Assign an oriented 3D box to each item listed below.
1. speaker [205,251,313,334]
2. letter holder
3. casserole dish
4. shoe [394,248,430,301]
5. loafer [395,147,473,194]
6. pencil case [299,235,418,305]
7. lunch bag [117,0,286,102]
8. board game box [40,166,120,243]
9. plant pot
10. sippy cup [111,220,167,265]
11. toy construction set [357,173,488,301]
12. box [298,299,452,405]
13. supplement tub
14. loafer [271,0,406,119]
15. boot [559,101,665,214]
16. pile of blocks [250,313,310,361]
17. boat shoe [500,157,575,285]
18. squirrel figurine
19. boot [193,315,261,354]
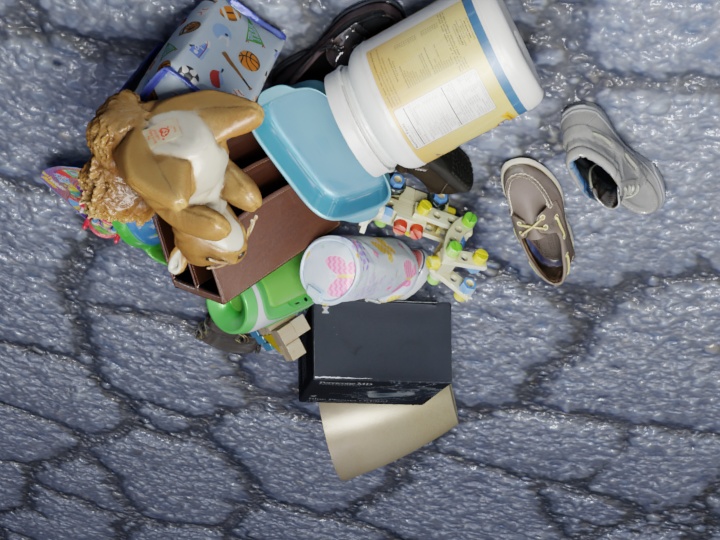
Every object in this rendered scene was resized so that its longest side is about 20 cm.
[{"bbox_3d":[-0.102,0.016,1.384,0.088,0.199,0.089,15,115,35],"label":"speaker"},{"bbox_3d":[-0.138,-0.078,1.289,0.100,0.199,0.143,16,130,42],"label":"letter holder"},{"bbox_3d":[-0.041,-0.140,1.236,0.120,0.039,0.200,-16,126,34],"label":"casserole dish"},{"bbox_3d":[0.001,0.004,1.506,0.199,0.072,0.091,-21,139,40],"label":"shoe"},{"bbox_3d":[0.057,-0.148,1.296,0.071,0.074,0.200,-21,133,33],"label":"loafer"},{"bbox_3d":[0.000,0.000,1.373,0.091,0.083,0.200,-46,162,17],"label":"pencil case"},{"bbox_3d":[-0.198,-0.192,1.213,0.123,0.171,0.200,37,137,-15],"label":"lunch bag"},{"bbox_3d":[-0.348,-0.072,1.466,0.156,0.039,0.200,7,155,27],"label":"board game box"},{"bbox_3d":[0.049,0.218,1.707,0.198,0.189,0.188,-13,139,5],"label":"plant pot"},{"bbox_3d":[-0.234,-0.104,1.365,0.129,0.141,0.178,-7,140,20],"label":"sippy cup"},{"bbox_3d":[0.068,-0.053,1.368,0.199,0.132,0.092,28,138,-23],"label":"toy construction set"},{"bbox_3d":[0.015,0.120,1.543,0.194,0.119,0.200,2,163,-8],"label":"box"},{"bbox_3d":[0.076,-0.198,1.137,0.199,0.146,0.145,-26,133,16],"label":"supplement tub"},{"bbox_3d":[-0.028,-0.230,1.218,0.199,0.063,0.072,-27,128,38],"label":"loafer"},{"bbox_3d":[0.298,-0.104,1.281,0.073,0.096,0.200,-24,131,37],"label":"boot"},{"bbox_3d":[-0.134,0.051,1.496,0.200,0.062,0.083,44,147,25],"label":"pile of blocks"},{"bbox_3d":[0.228,-0.060,1.383,0.071,0.060,0.201,-8,139,22],"label":"boat shoe"},{"bbox_3d":[-0.194,-0.087,1.123,0.198,0.142,0.187,20,151,19],"label":"squirrel figurine"},{"bbox_3d":[-0.208,0.063,1.632,0.199,0.070,0.174,25,140,-22],"label":"boot"}]
